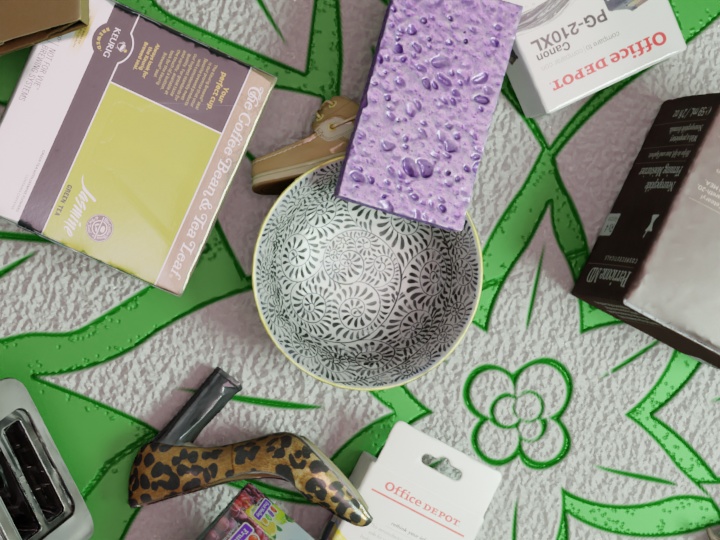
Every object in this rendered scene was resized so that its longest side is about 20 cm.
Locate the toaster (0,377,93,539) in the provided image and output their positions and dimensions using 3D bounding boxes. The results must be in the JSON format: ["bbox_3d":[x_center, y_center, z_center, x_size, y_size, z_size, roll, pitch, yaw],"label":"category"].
[{"bbox_3d":[-0.336,0.194,1.558,0.118,0.181,0.201,-18,102,37],"label":"toaster"}]

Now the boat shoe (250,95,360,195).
[{"bbox_3d":[-0.007,-0.121,1.666,0.199,0.074,0.067,-19,82,-9],"label":"boat shoe"}]

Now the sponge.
[{"bbox_3d":[0.057,-0.142,1.600,0.111,0.030,0.201,16,85,-7],"label":"sponge"}]

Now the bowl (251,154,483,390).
[{"bbox_3d":[0.000,0.000,1.654,0.199,0.094,0.202,0,92,-9],"label":"bowl"}]

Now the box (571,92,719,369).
[{"bbox_3d":[0.316,-0.029,1.666,0.164,0.166,0.201,27,87,-10],"label":"box"}]

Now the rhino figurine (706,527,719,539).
[{"bbox_3d":[0.410,0.249,1.745,0.199,0.060,0.088,7,72,-8],"label":"rhino figurine"}]

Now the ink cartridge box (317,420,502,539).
[{"bbox_3d":[0.029,0.240,1.682,0.117,0.067,0.201,28,89,-8],"label":"ink cartridge box"}]

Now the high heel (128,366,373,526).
[{"bbox_3d":[-0.098,0.195,1.640,0.200,0.071,0.143,37,80,18],"label":"high heel"}]

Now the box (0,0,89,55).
[{"bbox_3d":[-0.289,-0.271,1.555,0.163,0.021,0.201,-13,68,28],"label":"box"}]

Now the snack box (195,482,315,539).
[{"bbox_3d":[-0.108,0.300,1.624,0.142,0.053,0.200,41,112,-1],"label":"snack box"}]

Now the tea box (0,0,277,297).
[{"bbox_3d":[-0.200,-0.108,1.598,0.196,0.134,0.201,25,88,-8],"label":"tea box"}]

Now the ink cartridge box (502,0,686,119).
[{"bbox_3d":[0.178,-0.253,1.677,0.144,0.084,0.201,-25,96,-6],"label":"ink cartridge box"}]
